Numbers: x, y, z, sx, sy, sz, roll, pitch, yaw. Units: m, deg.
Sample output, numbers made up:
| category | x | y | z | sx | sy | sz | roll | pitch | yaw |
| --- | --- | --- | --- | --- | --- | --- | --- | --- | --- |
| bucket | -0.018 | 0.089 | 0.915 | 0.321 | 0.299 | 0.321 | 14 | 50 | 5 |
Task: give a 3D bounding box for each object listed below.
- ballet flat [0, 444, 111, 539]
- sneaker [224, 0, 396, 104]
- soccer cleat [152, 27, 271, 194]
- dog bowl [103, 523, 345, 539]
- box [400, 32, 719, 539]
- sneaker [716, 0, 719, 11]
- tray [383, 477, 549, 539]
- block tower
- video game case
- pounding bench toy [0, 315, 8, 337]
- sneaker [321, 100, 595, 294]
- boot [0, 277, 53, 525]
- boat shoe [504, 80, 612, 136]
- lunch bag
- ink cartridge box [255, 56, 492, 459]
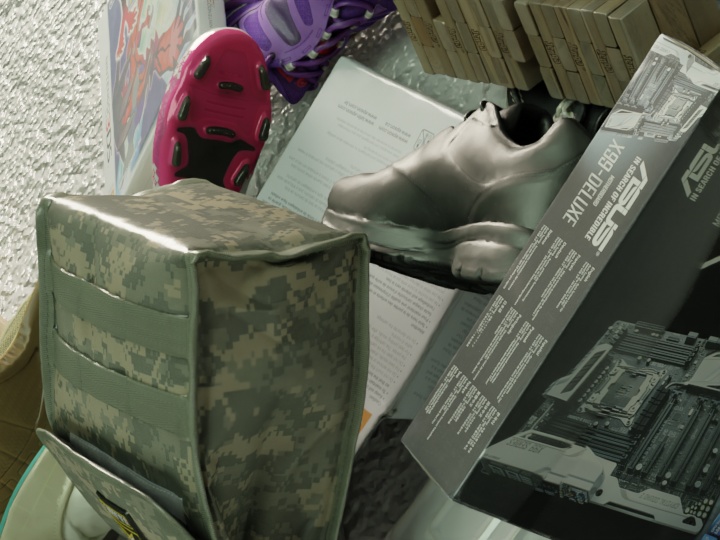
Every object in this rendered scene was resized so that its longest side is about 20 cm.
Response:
| category | x | y | z | sx | sy | sz | roll | pitch | yaw |
| --- | --- | --- | --- | --- | --- | --- | --- | --- | --- |
| ballet flat | -0.133 | 0.095 | 1.102 | 0.069 | 0.069 | 0.201 | 35 | 100 | 52 |
| sneaker | -0.022 | -0.144 | 1.179 | 0.199 | 0.080 | 0.084 | -21 | 58 | 54 |
| soccer cleat | -0.102 | -0.046 | 1.188 | 0.086 | 0.069 | 0.202 | 29 | 114 | 60 |
| dog bowl | -0.085 | 0.179 | 1.094 | 0.199 | 0.058 | 0.202 | -25 | 54 | 40 |
| box | 0.132 | 0.023 | 0.836 | 0.201 | 0.157 | 0.050 | -57 | 39 | 10 |
| sneaker | 0.153 | -0.192 | 0.932 | 0.077 | 0.139 | 0.202 | 1 | 72 | 46 |
| tray | 0.079 | 0.092 | 0.974 | 0.201 | 0.022 | 0.108 | -55 | 40 | 15 |
| block tower | 0.093 | -0.119 | 0.953 | 0.054 | 0.058 | 0.199 | -37 | 29 | -20 |
| video game case | -0.131 | -0.152 | 1.293 | 0.200 | 0.023 | 0.184 | 124 | 146 | -48 |
| pounding bench toy | -0.320 | 0.071 | 1.351 | 0.200 | 0.155 | 0.125 | 27 | 92 | 52 |
| sneaker | 0.054 | -0.035 | 0.943 | 0.199 | 0.075 | 0.092 | 12 | 85 | 55 |
| boot | -0.193 | 0.074 | 1.209 | 0.155 | 0.072 | 0.201 | 129 | 166 | -80 |
| boat shoe | 0.121 | -0.053 | 0.946 | 0.073 | 0.061 | 0.201 | -25 | 46 | -2 |
| lunch bag | -0.082 | 0.068 | 0.989 | 0.164 | 0.117 | 0.202 | 21 | 114 | 54 |
| ink cartridge box | 0.000 | 0.000 | 1.086 | 0.201 | 0.040 | 0.199 | -57 | 38 | 1 |
